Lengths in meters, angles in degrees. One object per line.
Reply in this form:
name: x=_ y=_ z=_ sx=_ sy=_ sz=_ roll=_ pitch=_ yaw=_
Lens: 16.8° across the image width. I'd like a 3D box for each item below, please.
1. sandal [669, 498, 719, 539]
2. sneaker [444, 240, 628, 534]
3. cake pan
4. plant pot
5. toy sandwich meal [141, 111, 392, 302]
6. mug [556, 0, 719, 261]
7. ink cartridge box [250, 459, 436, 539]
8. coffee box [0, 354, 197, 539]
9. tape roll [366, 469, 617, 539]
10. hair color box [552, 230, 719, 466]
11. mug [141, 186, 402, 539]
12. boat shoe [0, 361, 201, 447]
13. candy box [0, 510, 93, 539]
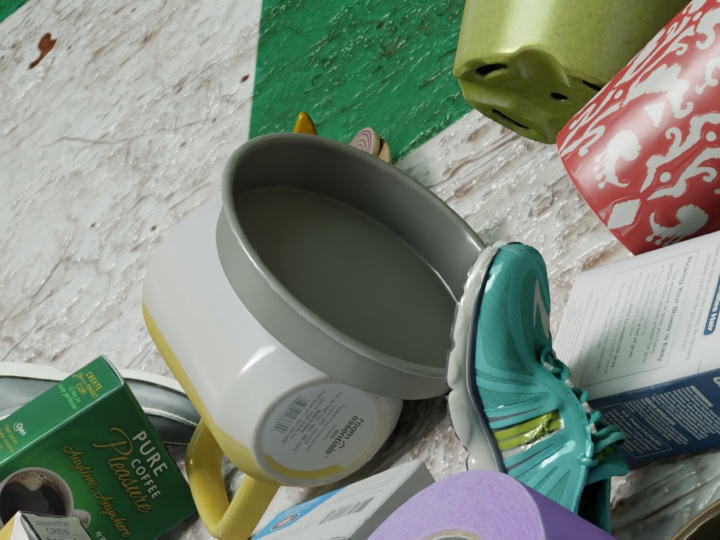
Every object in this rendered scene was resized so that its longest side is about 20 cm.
sandal: x=0.197 y=0.107 z=1.124 sx=0.200 sy=0.082 sz=0.055 roll=-52 pitch=12 yaw=-5
sneaker: x=0.097 y=0.081 z=1.217 sx=0.080 sy=0.200 sz=0.077 roll=-6 pitch=8 yaw=37
cake pan: x=0.000 y=0.000 z=1.422 sx=0.037 sy=0.200 sz=0.200 roll=-55 pitch=22 yaw=31
plant pot: x=0.143 y=-0.177 z=1.462 sx=0.200 sy=0.200 sz=0.184 roll=-5 pitch=61 yaw=52
toy sandwich meal: x=-0.062 y=-0.023 z=1.631 sx=0.205 sy=0.070 sz=0.205 roll=-43 pitch=20 yaw=20
mug: x=0.224 y=-0.094 z=1.324 sx=0.200 sy=0.177 sz=0.134 roll=-42 pitch=65 yaw=20
ink cartridge box: x=-0.038 y=0.186 z=1.277 sx=0.116 sy=0.068 sz=0.200 roll=-25 pitch=9 yaw=38
coffee box: x=-0.211 y=0.155 z=1.526 sx=0.200 sy=0.123 sz=0.044 roll=-35 pitch=37 yaw=-7
tape roll: x=0.041 y=0.193 z=1.112 sx=0.200 sy=0.066 sz=0.200 roll=-44 pitch=27 yaw=29
hair color box: x=0.189 y=0.033 z=1.240 sx=0.200 sy=0.061 sz=0.100 roll=-18 pitch=40 yaw=44
mug: x=-0.041 y=0.066 z=1.484 sx=0.149 sy=0.187 sz=0.153 roll=-16 pitch=38 yaw=-8
boat shoe: x=-0.174 y=0.105 z=1.619 sx=0.200 sy=0.073 sz=0.062 roll=5 pitch=59 yaw=28
candy box: x=-0.164 y=0.251 z=1.345 sx=0.136 sy=0.061 sz=0.200 roll=-47 pitch=62 yaw=14
